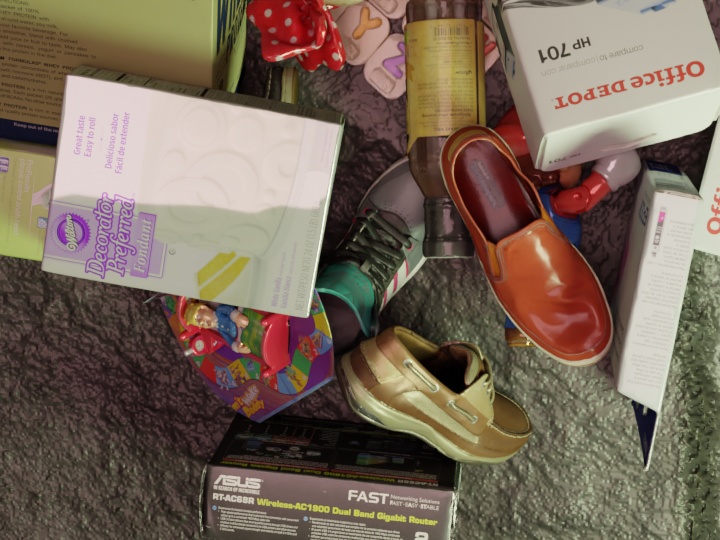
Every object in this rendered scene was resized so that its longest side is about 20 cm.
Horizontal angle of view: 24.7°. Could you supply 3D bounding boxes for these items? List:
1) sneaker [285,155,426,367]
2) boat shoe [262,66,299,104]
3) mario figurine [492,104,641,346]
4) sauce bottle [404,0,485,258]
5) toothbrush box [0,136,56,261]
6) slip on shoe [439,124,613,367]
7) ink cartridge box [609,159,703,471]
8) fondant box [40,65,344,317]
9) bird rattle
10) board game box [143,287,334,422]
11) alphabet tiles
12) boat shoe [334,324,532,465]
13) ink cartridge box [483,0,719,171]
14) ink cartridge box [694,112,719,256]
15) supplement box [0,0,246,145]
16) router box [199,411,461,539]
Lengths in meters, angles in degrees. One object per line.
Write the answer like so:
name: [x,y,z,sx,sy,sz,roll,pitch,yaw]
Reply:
sneaker: [0.000,0.000,1.298,0.083,0.121,0.201,32,101,-1]
boat shoe: [-0.093,-0.068,1.319,0.064,0.073,0.202,12,101,-1]
mario figurine: [0.157,-0.042,1.292,0.122,0.106,0.203,-2,86,5]
sauce bottle: [0.066,-0.110,1.274,0.064,0.065,0.203,0,90,6]
toothbrush box: [-0.251,-0.062,1.299,0.198,0.146,0.087,10,101,4]
slip on shoe: [0.120,-0.017,1.212,0.074,0.061,0.201,-30,89,5]
ink cartridge box: [0.213,0.026,1.243,0.043,0.196,0.202,12,100,4]
fondant box: [-0.120,-0.057,1.186,0.198,0.058,0.146,10,104,-1]
bird rattle: [-0.007,-0.247,1.253,0.199,0.112,0.165,-28,62,48]
board game box: [-0.105,0.044,1.295,0.200,0.039,0.159,-33,88,51]
alphabet tiles: [0.045,-0.245,1.306,0.200,0.015,0.196,42,101,-2]
boat shoe: [0.071,0.095,1.282,0.199,0.076,0.074,21,122,-43]
ink cartridge box: [0.173,-0.195,1.224,0.145,0.086,0.202,-15,75,-2]
ink cartridge box: [0.361,-0.063,1.253,0.198,0.084,0.148,15,100,14]
supplement box: [-0.191,-0.208,1.234,0.197,0.135,0.201,8,131,4]
router box: [-0.018,0.171,1.314,0.197,0.150,0.063,5,101,5]
